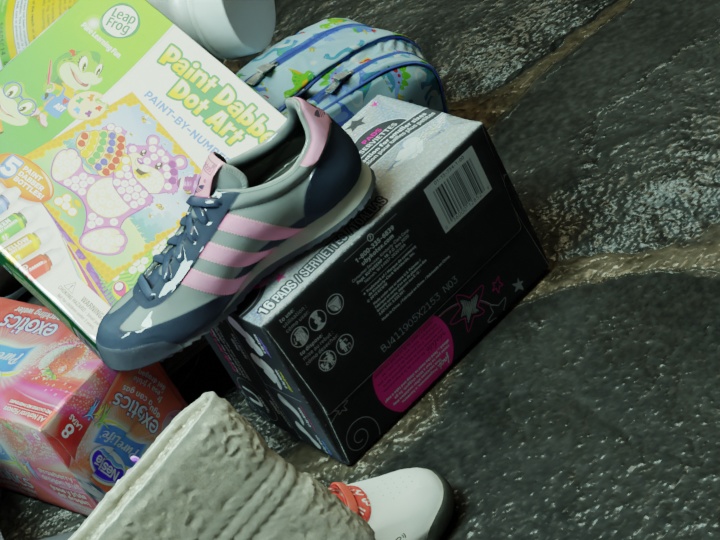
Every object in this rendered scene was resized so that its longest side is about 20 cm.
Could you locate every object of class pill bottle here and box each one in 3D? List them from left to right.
[{"bbox_3d":[-0.169,-0.182,1.296,0.200,0.111,0.111,-10,37,26],"label":"pill bottle"}]

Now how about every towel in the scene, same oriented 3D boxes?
[{"bbox_3d":[-0.098,0.177,0.924,0.200,0.133,0.034,-49,23,-3],"label":"towel"}]

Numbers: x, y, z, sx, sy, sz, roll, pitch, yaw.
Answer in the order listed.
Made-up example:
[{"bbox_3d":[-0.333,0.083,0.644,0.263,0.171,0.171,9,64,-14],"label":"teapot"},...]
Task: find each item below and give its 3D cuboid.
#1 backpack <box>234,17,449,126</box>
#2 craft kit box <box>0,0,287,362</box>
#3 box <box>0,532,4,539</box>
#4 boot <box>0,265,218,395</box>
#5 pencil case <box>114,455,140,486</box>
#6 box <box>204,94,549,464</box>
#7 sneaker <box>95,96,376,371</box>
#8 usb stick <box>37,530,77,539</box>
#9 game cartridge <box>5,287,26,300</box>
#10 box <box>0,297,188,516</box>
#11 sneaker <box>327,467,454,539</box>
[{"bbox_3d":[-0.029,-0.098,1.285,0.154,0.163,0.200,7,40,32],"label":"backpack"},{"bbox_3d":[-0.167,-0.072,1.162,0.200,0.049,0.198,40,73,18],"label":"craft kit box"},{"bbox_3d":[-0.364,0.159,1.083,0.200,0.171,0.199,-46,44,7],"label":"box"},{"bbox_3d":[-0.175,0.016,1.234,0.200,0.174,0.069,-36,-12,26],"label":"boot"},{"bbox_3d":[-0.169,0.199,1.029,0.085,0.084,0.200,37,64,17],"label":"pencil case"},{"bbox_3d":[0.000,0.000,1.128,0.200,0.132,0.115,-44,36,-20],"label":"box"},{"bbox_3d":[-0.089,-0.026,1.037,0.200,0.082,0.070,-40,36,-8],"label":"sneaker"},{"bbox_3d":[-0.247,0.207,1.128,0.200,0.033,0.055,-16,34,20],"label":"usb stick"},{"bbox_3d":[-0.333,-0.015,1.493,0.133,0.042,0.200,-38,33,-28],"label":"game cartridge"},{"bbox_3d":[-0.227,0.092,1.213,0.200,0.095,0.103,9,50,45],"label":"box"},{"bbox_3d":[-0.049,0.149,0.984,0.201,0.108,0.067,-31,32,-3],"label":"sneaker"}]
